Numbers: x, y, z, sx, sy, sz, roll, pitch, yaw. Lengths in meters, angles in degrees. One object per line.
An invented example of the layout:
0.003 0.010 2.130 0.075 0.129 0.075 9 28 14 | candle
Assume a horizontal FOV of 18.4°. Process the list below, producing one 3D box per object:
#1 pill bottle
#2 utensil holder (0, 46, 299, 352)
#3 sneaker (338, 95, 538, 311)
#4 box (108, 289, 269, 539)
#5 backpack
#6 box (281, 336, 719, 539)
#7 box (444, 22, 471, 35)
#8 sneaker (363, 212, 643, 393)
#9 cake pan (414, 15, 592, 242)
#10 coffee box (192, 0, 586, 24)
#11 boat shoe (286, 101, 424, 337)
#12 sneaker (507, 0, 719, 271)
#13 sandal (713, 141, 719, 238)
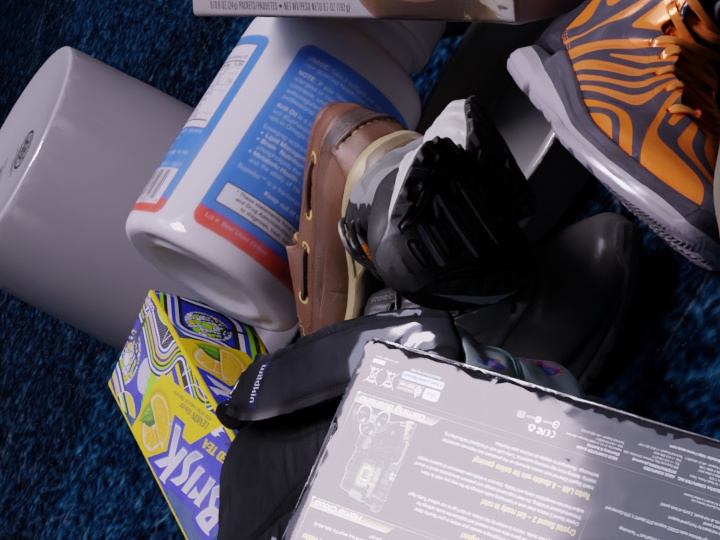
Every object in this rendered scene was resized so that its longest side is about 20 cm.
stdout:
-0.035 -0.076 1.239 0.200 0.112 0.112 -58 18 -14 | pill bottle
-0.137 -0.031 1.433 0.170 0.200 0.170 -50 23 30 | utensil holder
0.028 -0.017 0.964 0.079 0.074 0.200 -31 7 14 | sneaker
-0.070 0.096 1.205 0.070 0.064 0.200 -63 35 22 | box
0.020 0.100 0.970 0.200 0.126 0.167 -38 43 45 | backpack
0.059 0.125 0.800 0.200 0.044 0.160 15 76 35 | box
0.045 -0.226 1.419 0.141 0.079 0.200 -63 19 -10 | box
0.053 0.027 1.036 0.200 0.091 0.076 -41 26 44 | sneaker
0.085 -0.084 1.182 0.200 0.037 0.200 -50 23 30 | cake pan
0.011 -0.186 1.128 0.200 0.080 0.113 7 105 34 | coffee box
0.000 0.000 1.137 0.068 0.072 0.200 41 142 34 | boat shoe
0.141 -0.086 0.987 0.112 0.078 0.200 -44 35 10 | sneaker
0.171 -0.032 0.861 0.054 0.080 0.200 108 174 -60 | sandal
